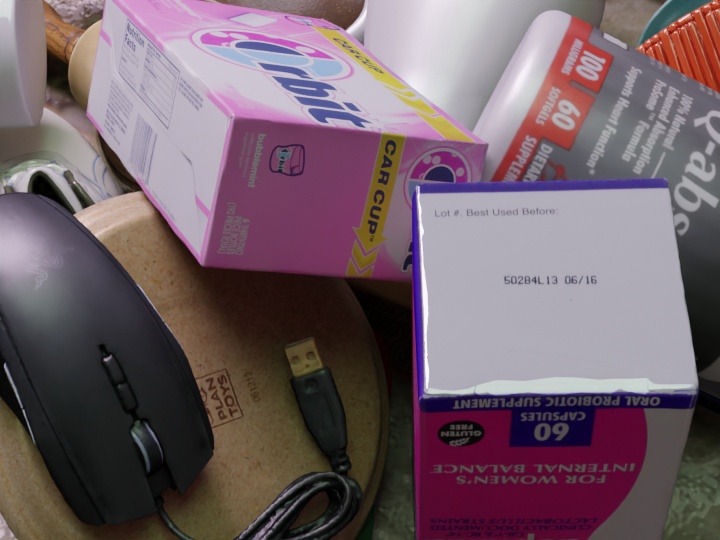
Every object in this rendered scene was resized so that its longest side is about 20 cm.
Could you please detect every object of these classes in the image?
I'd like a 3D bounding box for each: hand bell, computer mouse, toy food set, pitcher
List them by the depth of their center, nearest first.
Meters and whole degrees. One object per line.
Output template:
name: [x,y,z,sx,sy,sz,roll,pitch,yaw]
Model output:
computer mouse: [-0.075,0.045,0.707,0.140,0.046,0.200,-26,91,-28]
toy food set: [-0.072,0.061,0.759,0.198,0.049,0.200,-37,96,-29]
pitcher: [0.032,-0.117,0.915,0.171,0.121,0.200,11,64,28]
hand bell: [-0.153,-0.118,0.933,0.104,0.104,0.200,-38,42,-25]

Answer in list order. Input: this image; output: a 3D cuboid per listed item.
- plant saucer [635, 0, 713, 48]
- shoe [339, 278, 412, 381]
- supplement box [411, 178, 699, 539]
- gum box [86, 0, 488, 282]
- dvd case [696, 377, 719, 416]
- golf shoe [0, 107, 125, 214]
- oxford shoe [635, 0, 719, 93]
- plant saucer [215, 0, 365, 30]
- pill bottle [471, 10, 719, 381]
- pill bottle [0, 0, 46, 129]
plant saucer: [0.245,-0.090,0.936,0.199,0.027,0.201,0,52,0]
shoe: [0.000,0.000,0.843,0.200,0.070,0.053,25,60,19]
supplement box: [0.072,0.064,0.712,0.101,0.200,0.104,-1,54,1]
gum box: [-0.042,-0.065,0.770,0.113,0.066,0.200,4,22,-26]
dvd case: [0.257,0.030,0.826,0.200,0.025,0.151,26,69,16]
golf shoe: [-0.149,-0.032,0.855,0.078,0.097,0.200,-24,54,-14]
oxford shoe: [0.232,-0.114,0.908,0.199,0.073,0.071,-16,86,6]
plant saucer: [-0.047,-0.208,1.025,0.200,0.037,0.201,-1,52,1]
pill bottle: [0.143,-0.022,0.767,0.200,0.116,0.116,27,56,0]
pill bottle: [-0.259,-0.109,0.843,0.199,0.113,0.113,-2,53,0]
